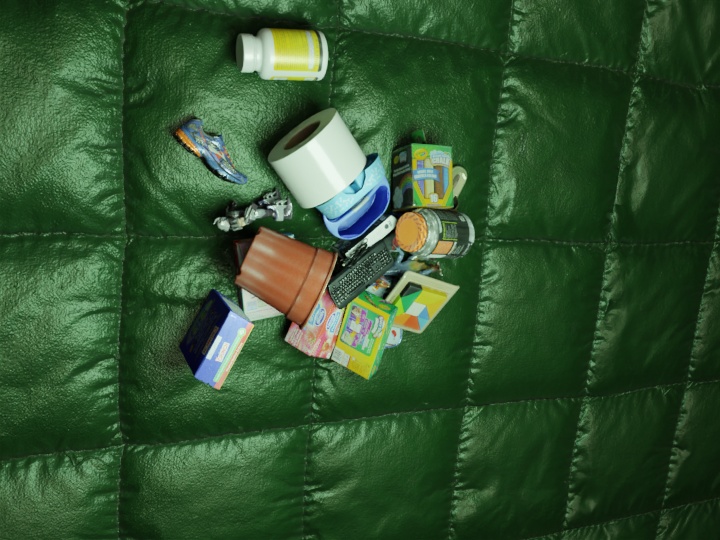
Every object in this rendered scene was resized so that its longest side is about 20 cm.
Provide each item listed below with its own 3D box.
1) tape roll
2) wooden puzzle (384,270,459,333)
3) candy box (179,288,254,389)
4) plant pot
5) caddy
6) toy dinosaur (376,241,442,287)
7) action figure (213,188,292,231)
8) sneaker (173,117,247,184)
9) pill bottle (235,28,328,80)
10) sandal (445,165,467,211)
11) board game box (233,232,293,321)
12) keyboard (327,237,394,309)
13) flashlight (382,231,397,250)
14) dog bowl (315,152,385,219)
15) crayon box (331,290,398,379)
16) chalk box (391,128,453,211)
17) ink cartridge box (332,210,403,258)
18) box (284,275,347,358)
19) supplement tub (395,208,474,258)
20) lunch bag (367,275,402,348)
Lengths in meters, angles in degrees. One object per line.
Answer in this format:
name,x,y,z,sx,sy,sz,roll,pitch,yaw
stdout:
tape roll,-0.102,-0.266,1.583,0.202,0.202,0.140,-42,115,-9
wooden puzzle,0.144,0.092,1.754,0.197,0.038,0.186,13,127,-34
candy box,-0.342,0.156,1.576,0.076,0.199,0.171,30,90,-27
plant pot,-0.181,0.004,1.568,0.192,0.201,0.204,27,91,-9
caddy,-0.016,-0.174,1.696,0.200,0.105,0.142,-44,115,-8
toy dinosaur,0.125,0.010,1.784,0.178,0.107,0.201,-19,154,0
action figure,-0.263,-0.137,1.588,0.198,0.129,0.071,-21,116,-35
sneaker,-0.334,-0.274,1.548,0.200,0.075,0.079,43,81,-28
pill bottle,-0.182,-0.497,1.539,0.196,0.111,0.114,-6,105,-24
sandal,0.238,-0.192,1.836,0.079,0.057,0.204,21,93,-27
board game box,-0.234,0.016,1.680,0.150,0.040,0.205,-9,106,-22
keyboard,0.000,0.000,1.653,0.199,0.039,0.105,-40,108,-23
flashlight,0.102,-0.074,1.797,0.198,0.068,0.069,-30,113,-14
dog bowl,-0.022,-0.199,1.595,0.200,0.111,0.050,-43,112,-9
crayon box,0.009,0.163,1.718,0.058,0.117,0.203,-31,143,-60
chalk box,0.159,-0.259,1.734,0.121,0.124,0.205,1,88,-24
ink cartridge box,0.025,-0.102,1.737,0.199,0.099,0.040,-40,115,-12
box,-0.098,0.114,1.717,0.099,0.094,0.203,21,94,-60
supplement tub,0.191,-0.095,1.719,0.197,0.121,0.125,2,103,-42
lunch bag,0.044,0.119,1.816,0.157,0.075,0.205,-8,106,-26
